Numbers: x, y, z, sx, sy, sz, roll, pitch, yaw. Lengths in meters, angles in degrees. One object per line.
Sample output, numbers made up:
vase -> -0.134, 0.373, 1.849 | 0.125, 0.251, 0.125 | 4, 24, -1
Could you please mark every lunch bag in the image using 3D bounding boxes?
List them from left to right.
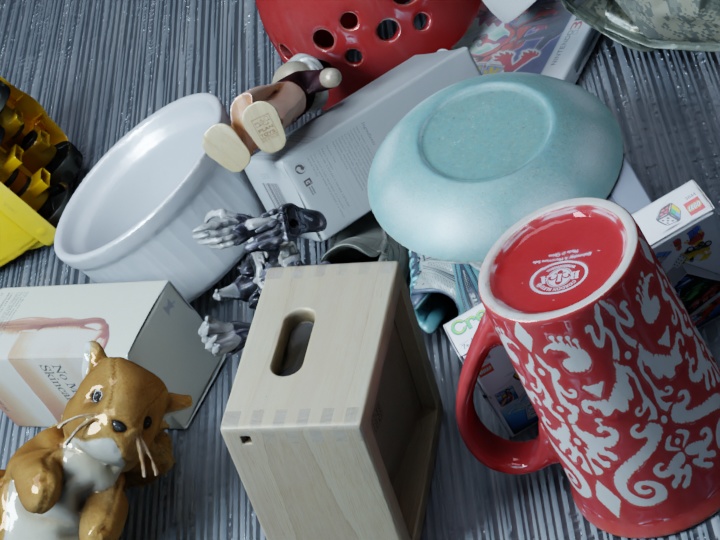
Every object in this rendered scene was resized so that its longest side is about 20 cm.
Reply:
lunch bag -> 0.286, -0.277, 1.538 | 0.200, 0.118, 0.164 | 11, 53, 48

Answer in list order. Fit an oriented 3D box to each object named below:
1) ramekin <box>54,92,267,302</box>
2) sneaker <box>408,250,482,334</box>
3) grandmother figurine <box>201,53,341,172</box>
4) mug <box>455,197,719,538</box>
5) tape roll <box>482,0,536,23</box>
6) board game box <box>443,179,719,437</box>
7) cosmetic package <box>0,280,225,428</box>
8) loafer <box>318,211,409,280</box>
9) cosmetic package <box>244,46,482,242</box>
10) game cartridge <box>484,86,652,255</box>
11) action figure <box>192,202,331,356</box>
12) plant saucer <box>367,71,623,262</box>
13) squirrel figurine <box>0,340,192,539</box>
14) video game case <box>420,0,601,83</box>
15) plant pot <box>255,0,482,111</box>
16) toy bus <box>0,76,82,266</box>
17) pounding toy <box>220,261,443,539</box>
ramekin -> -0.171, -0.055, 1.606 | 0.200, 0.098, 0.201 | -32, 30, 21
sneaker -> 0.064, -0.001, 1.414 | 0.086, 0.078, 0.200 | -39, 36, -5
grandmother figurine -> -0.068, -0.144, 1.519 | 0.121, 0.061, 0.200 | -18, 15, 17
mug -> 0.145, 0.072, 1.155 | 0.177, 0.200, 0.134 | -31, 37, 1
tape roll -> 0.188, -0.306, 1.597 | 0.203, 0.037, 0.203 | -46, 6, 6
board game box -> 0.167, 0.030, 1.252 | 0.199, 0.126, 0.035 | -30, 53, 2
cosmetic package -> -0.230, 0.074, 1.523 | 0.199, 0.104, 0.087 | -4, 45, 36
loafer -> 0.000, 0.000, 1.460 | 0.070, 0.070, 0.200 | -26, 32, 13
cosmetic package -> 0.011, -0.110, 1.532 | 0.200, 0.081, 0.113 | -32, 14, -16
game cartridge -> 0.143, -0.053, 1.351 | 0.133, 0.042, 0.200 | -24, 45, 3
action figure -> -0.086, 0.003, 1.439 | 0.102, 0.120, 0.200 | -8, -8, -17
plant saucer -> 0.098, -0.093, 1.353 | 0.200, 0.039, 0.202 | -10, 47, 11
squirrel figurine -> -0.212, 0.143, 1.364 | 0.187, 0.141, 0.200 | -61, 4, 11
video game case -> 0.129, -0.209, 1.660 | 0.199, 0.023, 0.183 | 0, 46, 37
plant pot -> -0.010, -0.278, 1.683 | 0.200, 0.183, 0.201 | -29, 29, 18
toy bus -> -0.392, -0.075, 1.818 | 0.192, 0.136, 0.200 | -38, 30, 19
pounding toy -> -0.027, 0.100, 1.291 | 0.141, 0.185, 0.201 | -3, 43, 17
